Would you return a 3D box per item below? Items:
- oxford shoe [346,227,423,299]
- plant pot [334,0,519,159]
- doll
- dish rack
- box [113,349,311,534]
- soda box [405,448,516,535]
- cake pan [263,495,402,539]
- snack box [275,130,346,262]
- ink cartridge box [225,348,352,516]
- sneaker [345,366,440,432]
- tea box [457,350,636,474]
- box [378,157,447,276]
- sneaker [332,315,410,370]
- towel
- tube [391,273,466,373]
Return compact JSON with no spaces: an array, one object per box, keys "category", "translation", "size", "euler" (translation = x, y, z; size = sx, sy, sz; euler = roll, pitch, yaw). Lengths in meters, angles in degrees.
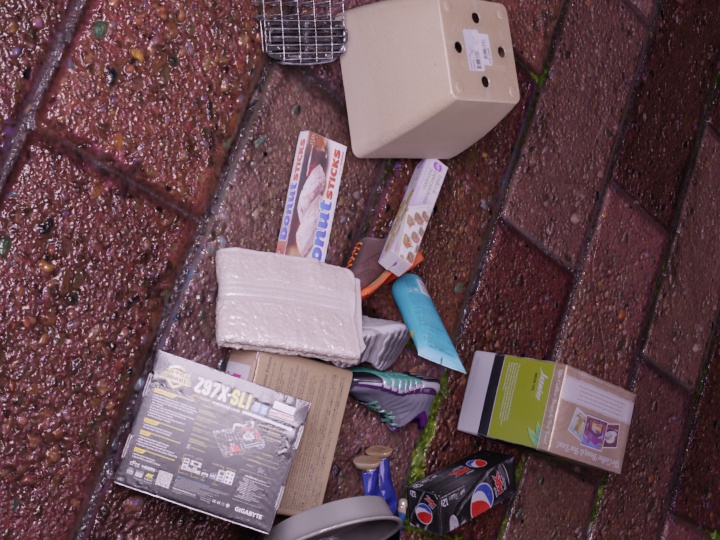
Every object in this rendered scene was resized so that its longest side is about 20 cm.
[{"category":"oxford shoe","translation":[0.000,0.000,1.327],"size":[0.198,0.071,0.073],"euler":[-31,90,-37]},{"category":"plant pot","translation":[0.105,-0.274,1.292],"size":[0.197,0.175,0.205],"euler":[-5,85,-40]},{"category":"doll","translation":[0.033,0.363,1.379],"size":[0.136,0.047,0.205],"euler":[-24,111,-59]},{"category":"dish rack","translation":[-0.083,-0.371,1.229],"size":[0.151,0.054,0.205],"euler":[-11,102,-38]},{"category":"box","translation":[-0.174,0.203,1.125],"size":[0.196,0.049,0.163],"euler":[19,80,-4]},{"category":"soda box","translation":[0.160,0.340,1.463],"size":[0.198,0.070,0.065],"euler":[-13,102,-45]},{"category":"cake pan","translation":[-0.042,0.347,1.242],"size":[0.197,0.200,0.037],"euler":[6,54,-40]},{"category":"snack box","translation":[-0.069,-0.080,1.278],"size":[0.071,0.024,0.205],"euler":[16,82,-41]},{"category":"ink cartridge box","translation":[-0.110,0.209,1.231],"size":[0.163,0.074,0.205],"euler":[20,80,-38]},{"category":"sneaker","translation":[0.039,0.192,1.361],"size":[0.197,0.074,0.090],"euler":[11,91,-41]},{"category":"tea box","translation":[0.296,0.225,1.501],"size":[0.198,0.195,0.137],"euler":[23,79,-39]},{"category":"box","translation":[0.077,-0.082,1.349],"size":[0.038,0.041,0.202],"euler":[33,52,-14]},{"category":"sneaker","translation":[0.004,0.086,1.322],"size":[0.076,0.082,0.199],"euler":[-57,150,12]},{"category":"towel","translation":[-0.088,0.045,1.194],"size":[0.196,0.035,0.135],"euler":[9,57,-21]},{"category":"tube","translation":[0.089,0.074,1.317],"size":[0.076,0.201,0.051],"euler":[17,113,-20]}]
